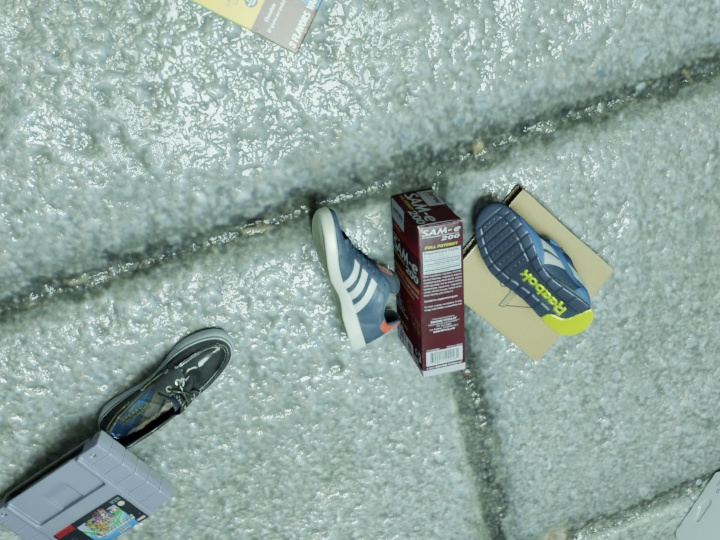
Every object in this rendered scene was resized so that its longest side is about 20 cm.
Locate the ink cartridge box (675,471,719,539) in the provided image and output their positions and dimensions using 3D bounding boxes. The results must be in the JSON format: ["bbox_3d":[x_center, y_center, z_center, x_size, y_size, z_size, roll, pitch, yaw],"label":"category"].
[{"bbox_3d":[0.633,0.425,1.574,0.197,0.084,0.147,21,106,-25],"label":"ink cartridge box"}]

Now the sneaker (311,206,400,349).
[{"bbox_3d":[0.000,0.000,1.188,0.083,0.075,0.202,-21,128,-6],"label":"sneaker"}]

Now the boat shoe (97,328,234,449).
[{"bbox_3d":[-0.235,0.150,1.181,0.198,0.066,0.070,-33,119,-1],"label":"boat shoe"}]

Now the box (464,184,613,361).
[{"bbox_3d":[0.222,0.006,1.288,0.199,0.021,0.164,37,98,-27],"label":"box"}]

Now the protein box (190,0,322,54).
[{"bbox_3d":[-0.135,-0.329,0.920,0.197,0.199,0.136,22,106,-24],"label":"protein box"}]

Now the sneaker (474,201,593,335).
[{"bbox_3d":[0.219,-0.009,1.233,0.074,0.083,0.201,-34,103,31],"label":"sneaker"}]

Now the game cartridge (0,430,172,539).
[{"bbox_3d":[-0.342,0.285,1.194,0.199,0.039,0.130,-33,116,21],"label":"game cartridge"}]

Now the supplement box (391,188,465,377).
[{"bbox_3d":[0.084,0.015,1.198,0.060,0.109,0.204,-9,115,-12],"label":"supplement box"}]
